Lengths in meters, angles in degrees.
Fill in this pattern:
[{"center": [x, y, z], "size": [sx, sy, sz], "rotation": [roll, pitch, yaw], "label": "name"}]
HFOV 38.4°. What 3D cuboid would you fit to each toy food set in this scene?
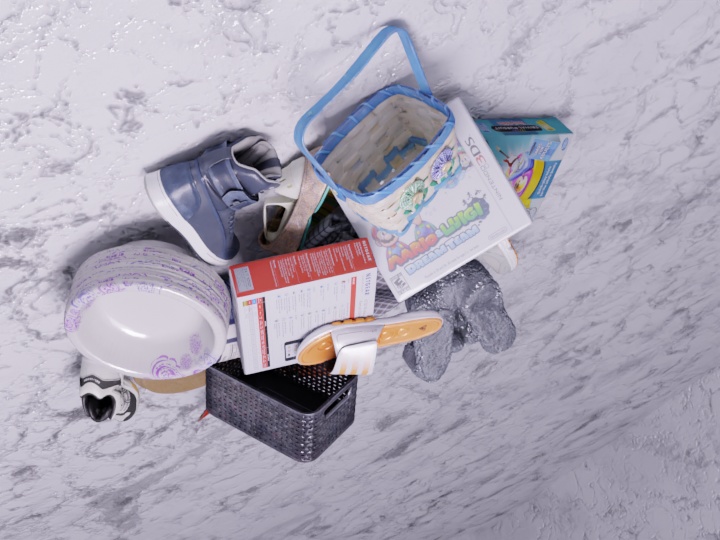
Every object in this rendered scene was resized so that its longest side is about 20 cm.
[{"center": [-0.260, 0.128, 1.578], "size": [0.199, 0.049, 0.198], "rotation": [-6, 149, -36], "label": "toy food set"}]

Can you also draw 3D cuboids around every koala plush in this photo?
[{"center": [0.117, 0.029, 1.583], "size": [0.176, 0.200, 0.185], "rotation": [-21, 124, -8], "label": "koala plush"}]

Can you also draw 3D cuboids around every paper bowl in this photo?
[{"center": [-0.261, 0.041, 1.292], "size": [0.199, 0.105, 0.201], "rotation": [1, 139, 1], "label": "paper bowl"}]

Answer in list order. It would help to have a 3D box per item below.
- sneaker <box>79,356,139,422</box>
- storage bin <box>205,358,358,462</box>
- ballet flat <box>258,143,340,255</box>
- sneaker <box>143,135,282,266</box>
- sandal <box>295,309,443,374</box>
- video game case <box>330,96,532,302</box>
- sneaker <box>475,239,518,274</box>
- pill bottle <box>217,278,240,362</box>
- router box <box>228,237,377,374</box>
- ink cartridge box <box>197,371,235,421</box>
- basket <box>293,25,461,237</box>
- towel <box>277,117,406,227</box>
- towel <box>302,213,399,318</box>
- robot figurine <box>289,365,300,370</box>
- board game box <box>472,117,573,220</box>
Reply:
[{"center": [-0.379, 0.189, 1.520], "size": [0.075, 0.088, 0.200], "rotation": [5, 149, 5], "label": "sneaker"}, {"center": [-0.115, 0.172, 1.494], "size": [0.135, 0.199, 0.094], "rotation": [-38, 143, -46], "label": "storage bin"}, {"center": [-0.084, -0.089, 1.294], "size": [0.067, 0.068, 0.201], "rotation": [12, 133, -16], "label": "ballet flat"}, {"center": [-0.149, -0.082, 1.237], "size": [0.145, 0.077, 0.202], "rotation": [-25, 154, 6], "label": "sneaker"}, {"center": [0.018, 0.100, 1.356], "size": [0.205, 0.059, 0.079], "rotation": [-12, 148, -11], "label": "sandal"}, {"center": [0.085, -0.087, 1.298], "size": [0.199, 0.183, 0.024], "rotation": [-31, -179, 14], "label": "video game case"}, {"center": [0.141, -0.049, 1.387], "size": [0.092, 0.076, 0.200], "rotation": [-34, 135, 6], "label": "sneaker"}, {"center": [-0.188, 0.069, 1.453], "size": [0.199, 0.111, 0.111], "rotation": [-12, 152, -25], "label": "pill bottle"}, {"center": [-0.073, 0.050, 1.335], "size": [0.178, 0.049, 0.200], "rotation": [-12, 148, -11], "label": "router box"}, {"center": [-0.189, 0.198, 1.731], "size": [0.109, 0.050, 0.200], "rotation": [-34, 168, -47], "label": "ink cartridge box"}, {"center": [0.025, -0.153, 1.174], "size": [0.177, 0.139, 0.200], "rotation": [-48, 133, -11], "label": "basket"}, {"center": [-0.015, -0.126, 1.345], "size": [0.200, 0.018, 0.086], "rotation": [-38, 153, 25], "label": "towel"}, {"center": [0.000, 0.000, 1.421], "size": [0.199, 0.086, 0.165], "rotation": [8, 150, -38], "label": "towel"}, {"center": [-0.064, 0.110, 1.640], "size": [0.199, 0.144, 0.117], "rotation": [3, 127, -45], "label": "robot figurine"}, {"center": [0.184, -0.133, 1.424], "size": [0.199, 0.047, 0.152], "rotation": [-7, 132, -35], "label": "board game box"}]
